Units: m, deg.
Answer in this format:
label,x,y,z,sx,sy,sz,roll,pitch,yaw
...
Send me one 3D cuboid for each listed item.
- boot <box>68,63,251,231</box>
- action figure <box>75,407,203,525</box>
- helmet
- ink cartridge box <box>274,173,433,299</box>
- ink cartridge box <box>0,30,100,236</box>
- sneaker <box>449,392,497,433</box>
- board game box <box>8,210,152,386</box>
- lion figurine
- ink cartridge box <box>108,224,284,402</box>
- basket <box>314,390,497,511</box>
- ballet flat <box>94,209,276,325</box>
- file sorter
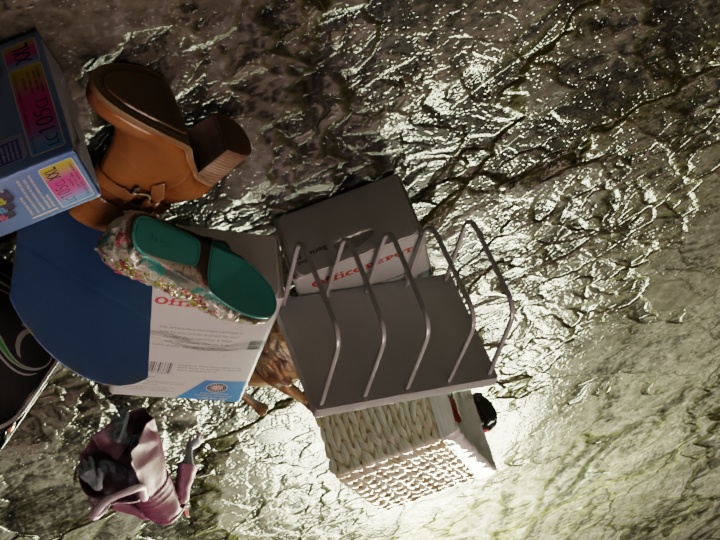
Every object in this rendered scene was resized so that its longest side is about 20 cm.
label,x,y,z,sx,sy,sz,roll,pitch,yaw
boot,-0.212,-0.103,1.399,0.155,0.077,0.200,-32,156,24
action figure,-0.248,0.256,1.877,0.134,0.149,0.200,-30,136,2
helmet,-0.382,0.072,1.432,0.190,0.200,0.200,35,130,-6
ink cartridge box,0.000,0.000,1.678,0.146,0.083,0.200,-20,151,-3
ink cartridge box,-0.326,-0.091,1.261,0.199,0.137,0.076,-23,149,0
sneaker,0.086,0.217,2.098,0.200,0.071,0.098,-2,142,-34
board game box,-0.263,0.021,1.425,0.039,0.201,0.158,-32,133,30
lion figurine,-0.119,0.108,1.762,0.199,0.073,0.122,-17,136,39
ink cartridge box,-0.172,0.046,1.610,0.144,0.085,0.200,6,143,-17
basket,0.044,0.158,1.851,0.160,0.199,0.200,-23,154,11
ballet flat,-0.165,-0.001,1.465,0.064,0.076,0.200,-17,144,38
file sorter,0.036,0.040,1.548,0.199,0.139,0.125,-8,144,-21
